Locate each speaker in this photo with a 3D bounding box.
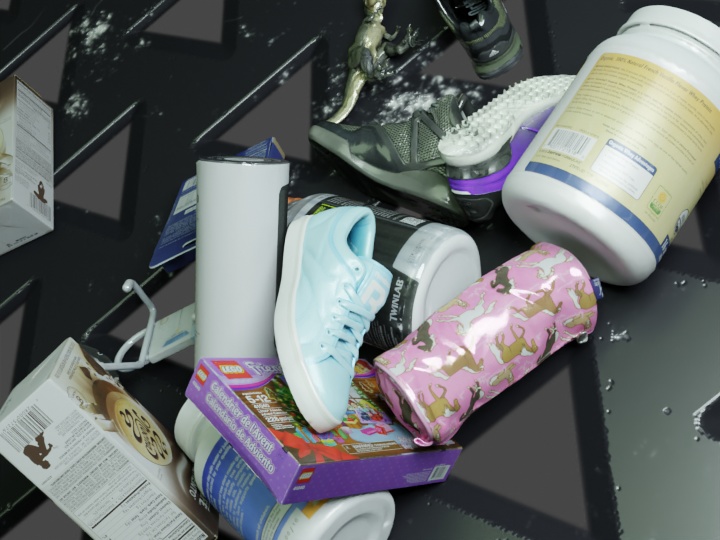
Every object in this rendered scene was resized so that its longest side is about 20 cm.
[{"bbox_3d":[-0.105,0.004,0.870,0.081,0.081,0.202,8,101,31],"label":"speaker"}]

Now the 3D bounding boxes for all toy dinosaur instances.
[{"bbox_3d":[0.012,-0.230,1.082,0.088,0.047,0.201,3,65,45],"label":"toy dinosaur"}]

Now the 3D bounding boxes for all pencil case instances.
[{"bbox_3d":[0.104,0.060,0.820,0.199,0.083,0.086,-33,45,-16],"label":"pencil case"}]

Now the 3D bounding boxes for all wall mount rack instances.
[{"bbox_3d":[-0.185,0.046,0.993,0.199,0.075,0.174,-26,29,13],"label":"wall mount rack"}]

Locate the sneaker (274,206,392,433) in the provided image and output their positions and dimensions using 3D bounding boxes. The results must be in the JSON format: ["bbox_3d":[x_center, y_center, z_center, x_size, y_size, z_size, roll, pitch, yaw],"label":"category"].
[{"bbox_3d":[-0.016,0.026,0.783,0.081,0.074,0.201,-21,52,23],"label":"sneaker"}]

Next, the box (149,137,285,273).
[{"bbox_3d":[-0.144,-0.063,1.028,0.120,0.033,0.200,-24,26,15],"label":"box"}]

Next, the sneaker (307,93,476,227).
[{"bbox_3d":[0.046,-0.126,0.992,0.199,0.076,0.115,23,75,32],"label":"sneaker"}]

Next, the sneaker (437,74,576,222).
[{"bbox_3d":[0.152,-0.110,0.927,0.200,0.100,0.069,-33,30,-30],"label":"sneaker"}]

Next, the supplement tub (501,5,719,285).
[{"bbox_3d":[0.226,-0.104,0.838,0.144,0.144,0.201,30,81,36],"label":"supplement tub"}]

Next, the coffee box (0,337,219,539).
[{"bbox_3d":[-0.218,0.168,0.879,0.080,0.200,0.113,-41,16,4],"label":"coffee box"}]

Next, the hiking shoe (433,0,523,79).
[{"bbox_3d":[0.108,-0.296,1.031,0.075,0.101,0.201,-28,55,11],"label":"hiking shoe"}]

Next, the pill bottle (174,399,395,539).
[{"bbox_3d":[-0.074,0.178,0.866,0.200,0.112,0.112,35,84,36],"label":"pill bottle"}]

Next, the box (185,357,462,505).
[{"bbox_3d":[-0.026,0.124,0.819,0.137,0.199,0.039,39,111,36],"label":"box"}]

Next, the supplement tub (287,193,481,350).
[{"bbox_3d":[0.000,0.000,0.916,0.199,0.123,0.123,18,74,33],"label":"supplement tub"}]

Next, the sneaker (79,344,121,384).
[{"bbox_3d":[-0.271,0.179,1.008,0.087,0.075,0.201,-44,51,25],"label":"sneaker"}]

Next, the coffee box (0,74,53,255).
[{"bbox_3d":[-0.451,-0.128,1.250,0.114,0.080,0.201,-22,56,15],"label":"coffee box"}]
